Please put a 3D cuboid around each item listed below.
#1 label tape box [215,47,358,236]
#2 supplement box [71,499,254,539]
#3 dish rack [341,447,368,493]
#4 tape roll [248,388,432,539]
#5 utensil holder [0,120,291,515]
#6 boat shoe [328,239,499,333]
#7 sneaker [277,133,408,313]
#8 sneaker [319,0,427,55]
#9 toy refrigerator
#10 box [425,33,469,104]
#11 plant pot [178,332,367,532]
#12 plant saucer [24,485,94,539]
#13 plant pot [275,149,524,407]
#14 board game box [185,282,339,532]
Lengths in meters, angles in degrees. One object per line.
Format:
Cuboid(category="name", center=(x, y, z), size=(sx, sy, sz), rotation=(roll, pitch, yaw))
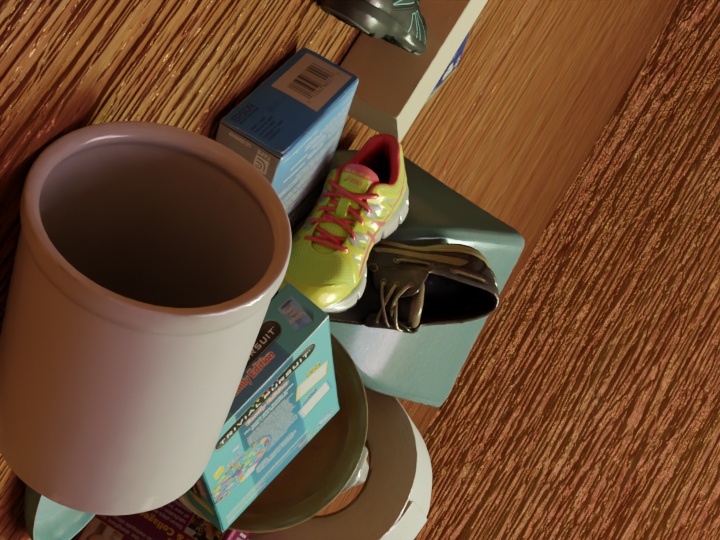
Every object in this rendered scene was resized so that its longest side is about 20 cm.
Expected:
Cuboid(category="label tape box", center=(-0.081, -0.065, 1.348), size=(0.144, 0.063, 0.201), rotation=(-49, 165, -48))
Cuboid(category="supplement box", center=(-0.177, 0.238, 1.486), size=(0.201, 0.130, 0.103), rotation=(-58, 170, -10))
Cuboid(category="dish rack", center=(-0.032, 0.184, 1.755), size=(0.199, 0.043, 0.173), rotation=(-30, -144, 54))
Cuboid(category="tape roll", center=(-0.030, 0.204, 1.593), size=(0.204, 0.201, 0.071), rotation=(-58, 154, -14))
Cuboid(category="utensil holder", center=(-0.147, 0.035, 1.039), size=(0.170, 0.169, 0.201), rotation=(-48, 164, -47))
Cuboid(category="boat shoe", center=(0.034, 0.015, 1.423), size=(0.073, 0.197, 0.075), rotation=(-132, -140, -58))
Cuboid(category="sneaker", center=(-0.015, -0.046, 1.371), size=(0.091, 0.077, 0.201), rotation=(97, 16, -44))
Cuboid(category="sneaker", center=(0.028, -0.237, 1.389), size=(0.080, 0.075, 0.200), rotation=(-65, 169, 7))
Cuboid(category="toy refrigerator", center=(0.055, -0.228, 1.526), size=(0.201, 0.075, 0.070), rotation=(-59, 169, -13))
Cuboid(category="box", center=(0.090, -0.264, 1.707), size=(0.121, 0.032, 0.201), rotation=(-50, 163, -43))
Cuboid(category="plant pot", center=(-0.092, 0.132, 1.438), size=(0.201, 0.199, 0.028), rotation=(-58, 176, -11))
Cuboid(category="plant saucer", center=(-0.218, 0.136, 1.322), size=(0.201, 0.027, 0.201), rotation=(-58, 169, -18))
Cuboid(category="plant pot", center=(0.000, 0.000, 1.555), size=(0.199, 0.195, 0.198), rotation=(7, 114, -54))
Cuboid(category="board game box", center=(-0.087, 0.116, 1.315), size=(0.151, 0.047, 0.201), rotation=(-46, 161, -18))
